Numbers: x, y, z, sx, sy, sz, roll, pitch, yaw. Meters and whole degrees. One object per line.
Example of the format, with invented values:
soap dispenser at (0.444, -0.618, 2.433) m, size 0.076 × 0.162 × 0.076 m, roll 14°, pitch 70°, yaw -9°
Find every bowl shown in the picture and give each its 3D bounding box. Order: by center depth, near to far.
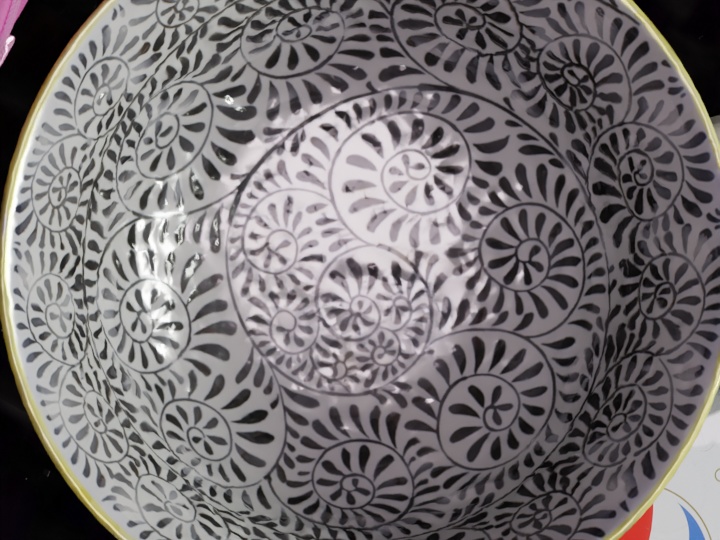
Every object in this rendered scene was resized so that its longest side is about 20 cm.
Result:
bowl at (0.000, 0.000, 0.850) m, size 0.199 × 0.094 × 0.202 m, roll 0°, pitch 86°, yaw -4°

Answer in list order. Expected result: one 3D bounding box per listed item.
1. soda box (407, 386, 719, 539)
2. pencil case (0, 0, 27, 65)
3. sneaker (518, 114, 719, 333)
soda box at (0.103, 0.068, 0.900) m, size 0.199 × 0.064 × 0.068 m, roll -23°, pitch 101°, yaw -6°
pencil case at (-0.176, -0.094, 0.774) m, size 0.199 × 0.091 × 0.094 m, roll 5°, pitch 73°, yaw -25°
sneaker at (0.138, -0.023, 0.893) m, size 0.199 × 0.084 × 0.075 m, roll -30°, pitch 78°, yaw 20°
